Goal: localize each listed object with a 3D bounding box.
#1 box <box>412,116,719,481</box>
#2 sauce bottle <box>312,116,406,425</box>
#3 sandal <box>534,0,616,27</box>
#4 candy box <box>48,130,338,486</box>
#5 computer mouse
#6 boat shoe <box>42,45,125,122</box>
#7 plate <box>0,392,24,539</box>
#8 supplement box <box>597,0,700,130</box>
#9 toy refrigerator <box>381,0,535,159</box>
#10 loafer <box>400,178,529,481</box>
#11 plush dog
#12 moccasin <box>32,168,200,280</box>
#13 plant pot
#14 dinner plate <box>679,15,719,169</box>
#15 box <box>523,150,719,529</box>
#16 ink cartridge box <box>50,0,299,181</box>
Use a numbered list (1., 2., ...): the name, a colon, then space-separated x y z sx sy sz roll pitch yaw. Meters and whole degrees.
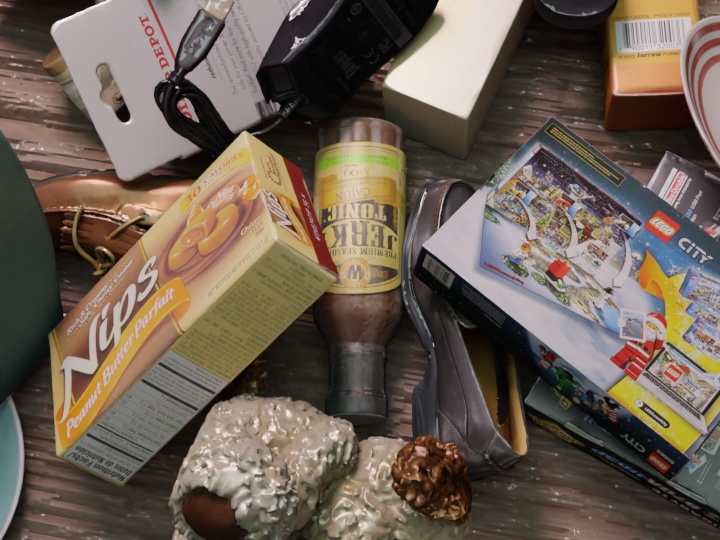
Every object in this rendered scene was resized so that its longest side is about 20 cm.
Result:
1. box: 0.151 0.013 0.833 0.200 0.038 0.137 39 62 13
2. sauce bottle: 0.000 0.000 0.899 0.065 0.065 0.201 -2 74 3
3. sandal: 0.138 -0.259 0.890 0.076 0.043 0.201 -9 74 1
4. candy box: -0.109 0.024 0.835 0.200 0.055 0.116 -44 35 19
5. computer mouse: -0.045 -0.149 0.853 0.200 0.140 0.046 -51 47 3
6. boat shoe: -0.130 -0.184 0.964 0.200 0.072 0.065 -43 112 -14
7. plate: -0.317 0.132 0.899 0.200 0.026 0.201 -1 74 2
8. supplement box: 0.196 -0.202 0.946 0.069 0.067 0.201 -1 73 5
9. toy refrigerator: 0.082 -0.187 0.943 0.070 0.076 0.200 23 77 10
10. loafer: 0.075 0.034 0.870 0.073 0.072 0.201 4 76 -41
11. plush dog: -0.018 0.141 0.819 0.171 0.200 0.161 17 49 1
12. moccasin: -0.149 -0.021 0.914 0.201 0.074 0.078 3 66 -6
13. plant pot: -0.275 -0.010 0.823 0.141 0.200 0.141 29 51 12
14. dinner plate: 0.277 -0.079 0.879 0.200 0.024 0.201 20 48 -24
15. box: 0.220 0.045 0.883 0.159 0.046 0.200 29 77 11
16. ink cartridge box: -0.097 -0.152 0.909 0.200 0.068 0.116 -27 107 -14
